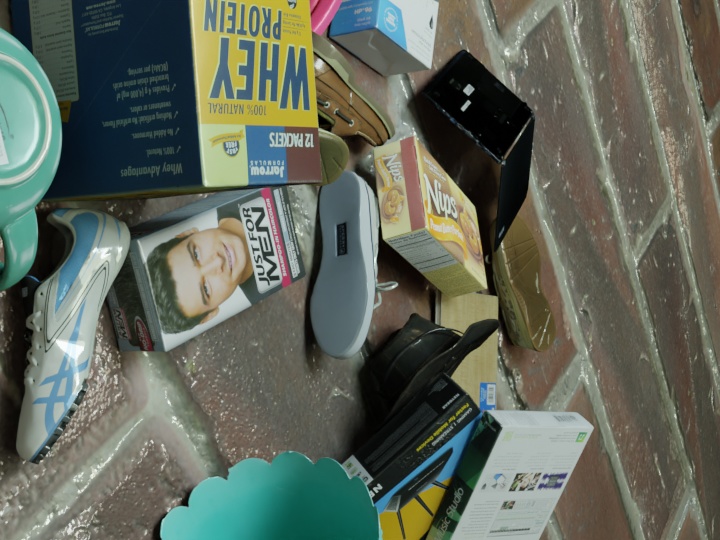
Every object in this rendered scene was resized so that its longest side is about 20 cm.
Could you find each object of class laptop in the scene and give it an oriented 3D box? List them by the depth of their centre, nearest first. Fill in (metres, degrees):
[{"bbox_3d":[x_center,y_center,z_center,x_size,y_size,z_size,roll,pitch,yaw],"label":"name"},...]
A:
[{"bbox_3d":[0.152,-0.158,1.366,0.200,0.103,0.177,41,35,-3],"label":"laptop"}]

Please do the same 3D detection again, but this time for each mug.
[{"bbox_3d":[-0.271,-0.089,0.734,0.185,0.114,0.152,41,56,-45],"label":"mug"}]

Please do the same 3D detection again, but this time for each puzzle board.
[{"bbox_3d":[0.133,0.128,1.374,0.151,0.017,0.200,9,82,-55],"label":"puzzle board"}]

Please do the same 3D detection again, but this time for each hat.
[{"bbox_3d":[0.062,0.098,1.208,0.081,0.201,0.201,44,36,15],"label":"hat"}]

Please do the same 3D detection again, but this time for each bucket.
[{"bbox_3d":[-0.067,0.273,0.934,0.207,0.207,0.135,-50,137,-43],"label":"bucket"}]

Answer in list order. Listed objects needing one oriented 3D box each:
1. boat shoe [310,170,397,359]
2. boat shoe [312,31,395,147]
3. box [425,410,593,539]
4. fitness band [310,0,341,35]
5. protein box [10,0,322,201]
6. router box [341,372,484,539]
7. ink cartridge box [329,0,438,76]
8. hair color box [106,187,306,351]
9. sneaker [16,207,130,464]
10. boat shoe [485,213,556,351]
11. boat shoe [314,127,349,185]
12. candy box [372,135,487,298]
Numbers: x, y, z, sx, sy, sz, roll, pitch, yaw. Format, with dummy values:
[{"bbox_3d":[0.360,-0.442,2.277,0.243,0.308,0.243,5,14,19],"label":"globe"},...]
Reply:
[{"bbox_3d":[-0.004,0.000,1.149,0.086,0.075,0.202,25,59,-55],"label":"boat shoe"},{"bbox_3d":[-0.030,-0.175,1.127,0.068,0.072,0.200,-51,146,-1],"label":"boat shoe"},{"bbox_3d":[0.157,0.244,1.168,0.144,0.036,0.200,8,111,-37],"label":"box"},{"bbox_3d":[-0.045,-0.308,1.057,0.200,0.037,0.144,-65,165,4],"label":"fitness band"},{"bbox_3d":[-0.153,-0.159,0.832,0.135,0.198,0.200,-9,96,-54],"label":"protein box"},{"bbox_3d":[0.060,0.226,1.150,0.200,0.051,0.149,-42,129,-5],"label":"router box"},{"bbox_3d":[0.035,-0.338,1.215,0.116,0.068,0.200,24,69,-52],"label":"ink cartridge box"},{"bbox_3d":[-0.138,-0.008,0.963,0.200,0.061,0.099,-30,112,-50],"label":"hair color box"},{"bbox_3d":[-0.236,0.048,0.830,0.072,0.072,0.200,16,79,-18],"label":"sneaker"},{"bbox_3d":[0.207,0.017,1.453,0.073,0.063,0.200,-24,105,-36],"label":"boat shoe"},{"bbox_3d":[-0.106,-0.132,1.013,0.201,0.066,0.072,15,106,-34],"label":"boat shoe"},{"bbox_3d":[0.083,-0.056,1.231,0.200,0.055,0.116,38,40,-57],"label":"candy box"}]
